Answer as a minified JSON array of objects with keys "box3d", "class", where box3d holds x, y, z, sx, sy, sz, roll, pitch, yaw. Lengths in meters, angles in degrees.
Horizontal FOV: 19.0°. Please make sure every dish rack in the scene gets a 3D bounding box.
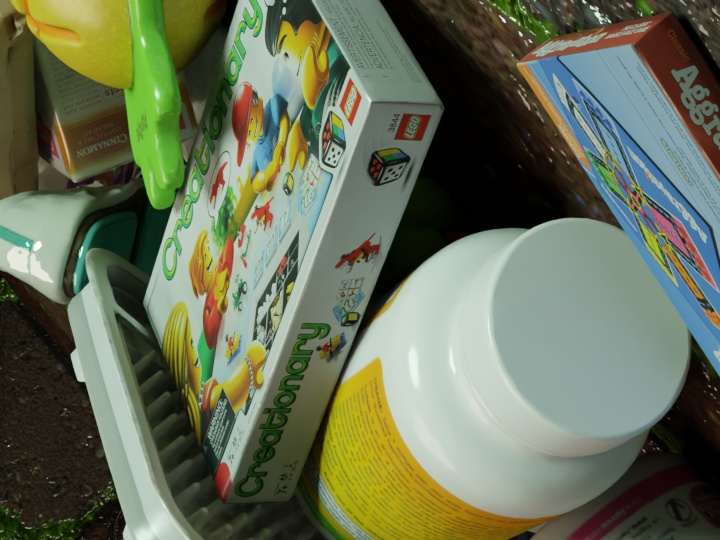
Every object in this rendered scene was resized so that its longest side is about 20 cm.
[{"box3d":[-0.061,0.094,0.946,0.171,0.043,0.201,40,-164,-38],"class":"dish rack"}]

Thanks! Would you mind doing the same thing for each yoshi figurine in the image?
[{"box3d":[-0.013,-0.008,0.998,0.113,0.111,0.200,59,166,4],"class":"yoshi figurine"}]

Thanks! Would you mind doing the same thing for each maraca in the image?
[{"box3d":[-0.099,-0.128,0.901,0.137,0.106,0.202,133,126,-80],"class":"maraca"}]

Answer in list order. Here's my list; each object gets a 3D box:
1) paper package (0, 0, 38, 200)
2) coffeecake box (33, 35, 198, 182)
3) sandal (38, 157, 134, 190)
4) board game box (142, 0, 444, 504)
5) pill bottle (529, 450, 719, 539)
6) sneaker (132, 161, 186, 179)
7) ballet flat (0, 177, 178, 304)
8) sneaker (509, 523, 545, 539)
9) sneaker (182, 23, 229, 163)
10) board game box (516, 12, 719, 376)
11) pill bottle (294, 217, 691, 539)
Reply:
[{"box3d":[-0.234,-0.132,1.023,0.201,0.103,0.191,63,163,20],"class":"paper package"},{"box3d":[-0.160,-0.163,1.070,0.153,0.073,0.202,32,139,60],"class":"coffeecake box"},{"box3d":[-0.145,-0.066,1.208,0.203,0.049,0.083,-80,-2,-51],"class":"sandal"},{"box3d":[-0.033,-0.022,0.865,0.127,0.034,0.201,62,141,45],"class":"board game box"},{"box3d":[0.152,0.181,0.867,0.200,0.113,0.114,48,168,24],"class":"pill bottle"},{"box3d":[-0.097,-0.051,1.252,0.077,0.082,0.200,49,168,16],"class":"sneaker"},{"box3d":[-0.133,-0.019,1.065,0.070,0.069,0.200,51,-170,7],"class":"ballet flat"},{"box3d":[0.082,0.131,1.075,0.201,0.084,0.075,55,168,-10],"class":"sneaker"},{"box3d":[-0.046,-0.036,1.132,0.088,0.075,0.201,26,149,55],"class":"sneaker"},{"box3d":[0.127,0.008,0.694,0.201,0.019,0.103,56,167,-11],"class":"board game box"},{"box3d":[0.049,0.049,0.850,0.111,0.111,0.200,52,154,2],"class":"pill bottle"}]
